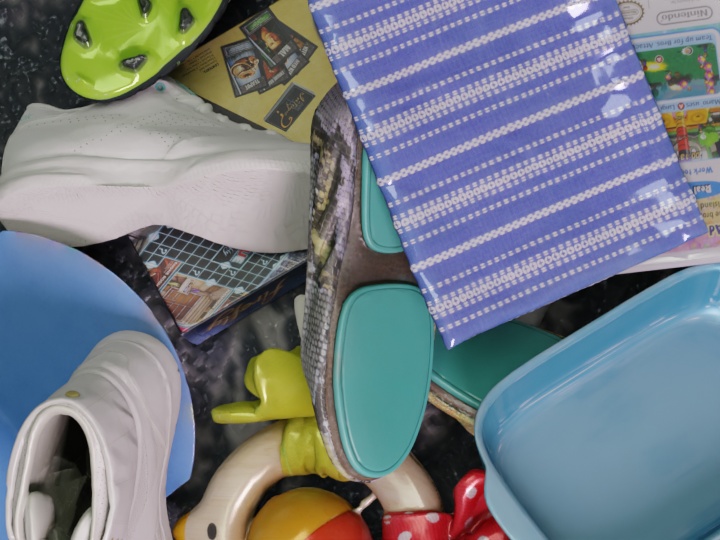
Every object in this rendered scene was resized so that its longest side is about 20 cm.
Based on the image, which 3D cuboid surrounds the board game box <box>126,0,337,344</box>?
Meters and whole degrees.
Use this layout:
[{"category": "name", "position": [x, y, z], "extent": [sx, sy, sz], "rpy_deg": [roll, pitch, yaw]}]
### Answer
[{"category": "board game box", "position": [-0.037, -0.069, 1.338], "extent": [0.200, 0.035, 0.136], "rpy_deg": [-30, 75, 1]}]

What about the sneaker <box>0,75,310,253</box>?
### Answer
[{"category": "sneaker", "position": [-0.086, -0.063, 1.297], "extent": [0.200, 0.075, 0.089], "rpy_deg": [2, 53, 3]}]

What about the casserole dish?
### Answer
[{"category": "casserole dish", "position": [0.143, 0.078, 1.201], "extent": [0.200, 0.039, 0.121], "rpy_deg": [-30, 69, -21]}]

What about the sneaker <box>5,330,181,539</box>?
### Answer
[{"category": "sneaker", "position": [-0.138, 0.140, 1.234], "extent": [0.074, 0.116, 0.200], "rpy_deg": [7, 108, 16]}]

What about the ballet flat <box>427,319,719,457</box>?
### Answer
[{"category": "ballet flat", "position": [0.110, 0.072, 1.260], "extent": [0.200, 0.071, 0.071], "rpy_deg": [12, 80, -1]}]

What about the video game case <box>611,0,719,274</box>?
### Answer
[{"category": "video game case", "position": [0.091, -0.086, 1.226], "extent": [0.200, 0.024, 0.182], "rpy_deg": [-7, 98, 12]}]

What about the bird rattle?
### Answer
[{"category": "bird rattle", "position": [-0.002, 0.130, 1.278], "extent": [0.163, 0.113, 0.200], "rpy_deg": [-43, 88, 10]}]

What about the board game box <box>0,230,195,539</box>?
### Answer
[{"category": "board game box", "position": [-0.175, 0.075, 1.313], "extent": [0.200, 0.039, 0.158], "rpy_deg": [-39, 92, 19]}]

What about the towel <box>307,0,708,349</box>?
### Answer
[{"category": "towel", "position": [0.068, -0.082, 1.176], "extent": [0.145, 0.024, 0.200], "rpy_deg": [-23, 95, -14]}]

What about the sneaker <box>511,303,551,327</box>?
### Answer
[{"category": "sneaker", "position": [0.123, -0.042, 1.292], "extent": [0.080, 0.070, 0.200], "rpy_deg": [25, 89, -8]}]

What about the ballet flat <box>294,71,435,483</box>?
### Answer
[{"category": "ballet flat", "position": [0.000, 0.000, 1.212], "extent": [0.072, 0.072, 0.200], "rpy_deg": [5, 91, 10]}]

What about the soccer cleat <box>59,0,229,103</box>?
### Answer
[{"category": "soccer cleat", "position": [-0.087, -0.158, 1.329], "extent": [0.067, 0.081, 0.200], "rpy_deg": [31, 70, 11]}]
